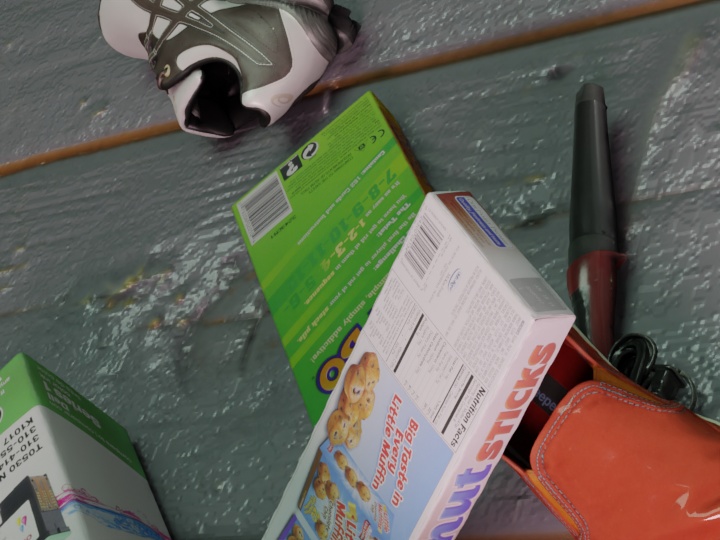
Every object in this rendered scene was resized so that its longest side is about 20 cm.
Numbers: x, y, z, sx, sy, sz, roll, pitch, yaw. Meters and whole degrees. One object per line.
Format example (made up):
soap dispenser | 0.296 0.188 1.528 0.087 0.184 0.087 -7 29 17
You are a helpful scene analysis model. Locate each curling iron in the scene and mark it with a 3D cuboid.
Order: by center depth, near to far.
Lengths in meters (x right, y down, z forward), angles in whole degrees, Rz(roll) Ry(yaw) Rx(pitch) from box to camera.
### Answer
curling iron | 0.107 -0.003 0.827 0.049 0.026 0.201 -29 41 27

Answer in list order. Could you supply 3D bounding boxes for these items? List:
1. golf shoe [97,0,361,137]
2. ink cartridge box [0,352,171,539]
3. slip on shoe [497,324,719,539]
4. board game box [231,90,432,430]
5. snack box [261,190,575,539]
golf shoe | -0.095 -0.123 1.100 0.199 0.078 0.095 7 61 49
ink cartridge box | -0.158 0.157 0.892 0.145 0.084 0.200 -42 37 7
slip on shoe | 0.091 0.069 0.724 0.200 0.061 0.074 42 102 38
board game box | 0.000 0.000 0.931 0.095 0.030 0.200 -39 34 11
snack box | 0.014 0.071 0.752 0.072 0.024 0.201 51 130 35
